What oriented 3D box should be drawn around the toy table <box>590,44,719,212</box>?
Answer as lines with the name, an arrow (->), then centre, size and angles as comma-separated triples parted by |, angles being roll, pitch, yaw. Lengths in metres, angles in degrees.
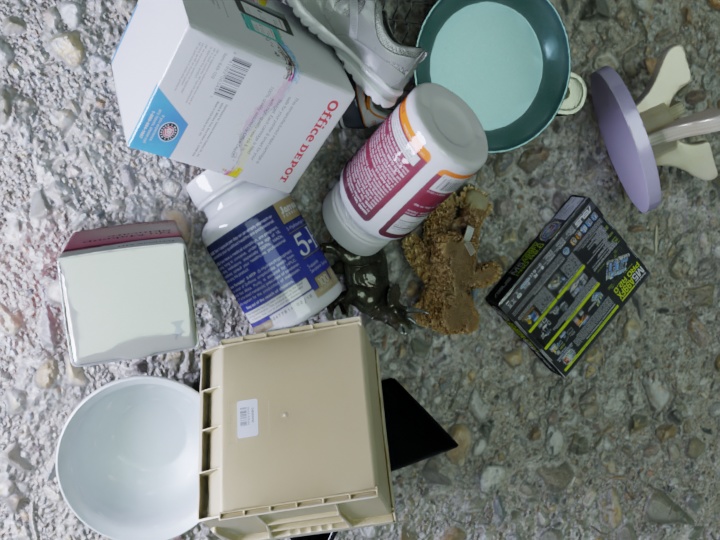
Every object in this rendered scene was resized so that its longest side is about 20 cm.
toy table -> 0.398, -0.193, 1.023 | 0.115, 0.185, 0.203 | -23, 118, 4

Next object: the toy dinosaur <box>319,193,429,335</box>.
toy dinosaur -> 0.000, 0.000, 0.983 | 0.100, 0.077, 0.204 | -19, 82, -25

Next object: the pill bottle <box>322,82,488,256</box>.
pill bottle -> 0.045, -0.110, 0.889 | 0.112, 0.200, 0.116 | 22, 48, -27

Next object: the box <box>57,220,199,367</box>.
box -> -0.250, 0.016, 0.832 | 0.125, 0.200, 0.112 | -8, 102, -16

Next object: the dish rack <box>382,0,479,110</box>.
dish rack -> 0.042, -0.269, 0.943 | 0.194, 0.055, 0.158 | 6, 97, -7

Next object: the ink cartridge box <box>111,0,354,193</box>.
ink cartridge box -> -0.136, -0.203, 0.807 | 0.197, 0.148, 0.147 | 13, 129, -39

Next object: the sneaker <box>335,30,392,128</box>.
sneaker -> 0.006, -0.267, 0.877 | 0.077, 0.078, 0.206 | 4, 106, 13

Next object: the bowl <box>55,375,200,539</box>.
bowl -> -0.253, 0.210, 0.913 | 0.195, 0.090, 0.207 | -2, 102, -10

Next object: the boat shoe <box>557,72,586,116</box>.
boat shoe -> 0.195, -0.253, 1.002 | 0.196, 0.068, 0.073 | 21, 100, -3

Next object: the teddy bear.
teddy bear -> 0.120, -0.018, 1.021 | 0.142, 0.066, 0.206 | -12, 96, -25

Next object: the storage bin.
storage bin -> -0.072, 0.174, 0.834 | 0.193, 0.094, 0.204 | -10, 58, 6

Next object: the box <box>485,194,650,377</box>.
box -> 0.295, 0.022, 1.084 | 0.160, 0.044, 0.201 | 43, 85, -19

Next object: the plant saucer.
plant saucer -> 0.154, -0.244, 0.915 | 0.194, 0.036, 0.206 | -2, 101, -10

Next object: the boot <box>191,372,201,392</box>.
boot -> -0.115, 0.119, 0.964 | 0.138, 0.078, 0.201 | 39, 68, 2

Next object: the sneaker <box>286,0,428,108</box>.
sneaker -> -0.010, -0.272, 0.805 | 0.082, 0.075, 0.200 | -40, 101, 20

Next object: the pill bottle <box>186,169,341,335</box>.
pill bottle -> -0.117, -0.032, 0.902 | 0.118, 0.120, 0.203 | -31, 96, -10

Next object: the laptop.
laptop -> -0.007, 0.246, 0.951 | 0.114, 0.187, 0.204 | 22, 97, -28
